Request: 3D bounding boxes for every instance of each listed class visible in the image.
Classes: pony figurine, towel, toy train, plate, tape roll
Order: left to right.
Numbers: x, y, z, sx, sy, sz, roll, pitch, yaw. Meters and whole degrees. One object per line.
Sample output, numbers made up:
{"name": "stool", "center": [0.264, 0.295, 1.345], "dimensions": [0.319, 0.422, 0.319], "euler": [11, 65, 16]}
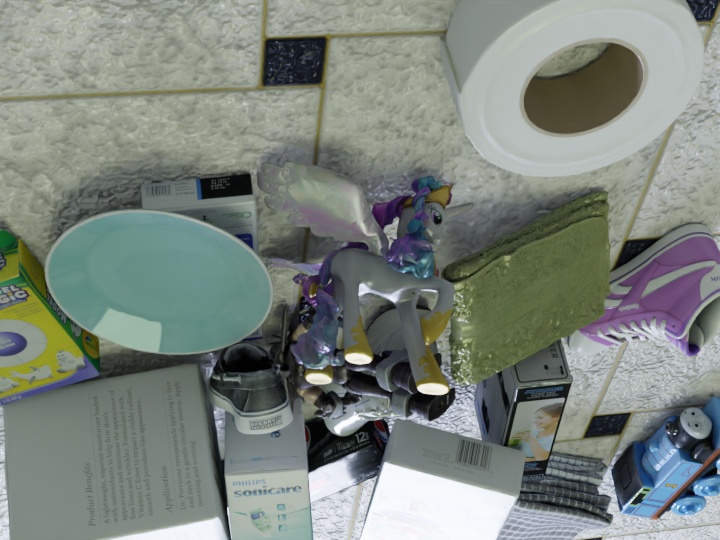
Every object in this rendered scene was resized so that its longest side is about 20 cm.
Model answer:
{"name": "plate", "center": [-0.174, 0.007, 1.116], "dimensions": [0.199, 0.026, 0.201], "euler": [2, 140, 1]}
{"name": "pony figurine", "center": [0.000, 0.000, 1.115], "dimensions": [0.192, 0.201, 0.167], "euler": [4, 149, 3]}
{"name": "towel", "center": [0.203, 0.307, 1.613], "dimensions": [0.199, 0.086, 0.166], "euler": [13, 136, -29]}
{"name": "towel", "center": [0.162, 0.018, 1.216], "dimensions": [0.199, 0.036, 0.149], "euler": [-28, 131, -22]}
{"name": "tape roll", "center": [0.168, -0.168, 1.022], "dimensions": [0.201, 0.071, 0.203], "euler": [-8, 143, -6]}
{"name": "toy train", "center": [0.400, 0.237, 1.585], "dimensions": [0.114, 0.087, 0.200], "euler": [10, 137, -18]}

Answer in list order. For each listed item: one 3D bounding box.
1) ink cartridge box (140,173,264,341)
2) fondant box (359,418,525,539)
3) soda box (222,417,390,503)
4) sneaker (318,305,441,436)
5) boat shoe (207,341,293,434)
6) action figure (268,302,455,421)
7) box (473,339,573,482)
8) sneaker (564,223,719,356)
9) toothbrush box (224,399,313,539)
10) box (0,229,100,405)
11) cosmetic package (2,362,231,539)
{"name": "ink cartridge box", "center": [-0.141, -0.004, 1.163], "dimensions": [0.099, 0.039, 0.201], "euler": [-6, 140, -8]}
{"name": "fondant box", "center": [0.085, 0.250, 1.387], "dimensions": [0.143, 0.058, 0.201], "euler": [15, 141, 1]}
{"name": "soda box", "center": [-0.063, 0.221, 1.445], "dimensions": [0.199, 0.064, 0.071], "euler": [-25, 140, 14]}
{"name": "sneaker", "center": [0.017, 0.120, 1.323], "dimensions": [0.074, 0.087, 0.200], "euler": [3, 141, -30]}
{"name": "boat shoe", "center": [-0.111, 0.101, 1.227], "dimensions": [0.071, 0.200, 0.068], "euler": [-11, 99, -11]}
{"name": "action figure", "center": [-0.011, 0.096, 1.249], "dimensions": [0.199, 0.069, 0.131], "euler": [12, 128, 32]}
{"name": "box", "center": [0.169, 0.128, 1.357], "dimensions": [0.060, 0.117, 0.201], "euler": [-5, 143, -7]}
{"name": "sneaker", "center": [0.290, 0.053, 1.298], "dimensions": [0.072, 0.115, 0.200], "euler": [15, 135, -34]}
{"name": "toothbrush box", "center": [-0.093, 0.242, 1.323], "dimensions": [0.085, 0.147, 0.201], "euler": [-3, 121, -4]}
{"name": "box", "center": [-0.329, 0.044, 1.163], "dimensions": [0.117, 0.049, 0.200], "euler": [-17, 140, 6]}
{"name": "cosmetic package", "center": [-0.241, 0.213, 1.283], "dimensions": [0.199, 0.166, 0.165], "euler": [-9, 153, -4]}
